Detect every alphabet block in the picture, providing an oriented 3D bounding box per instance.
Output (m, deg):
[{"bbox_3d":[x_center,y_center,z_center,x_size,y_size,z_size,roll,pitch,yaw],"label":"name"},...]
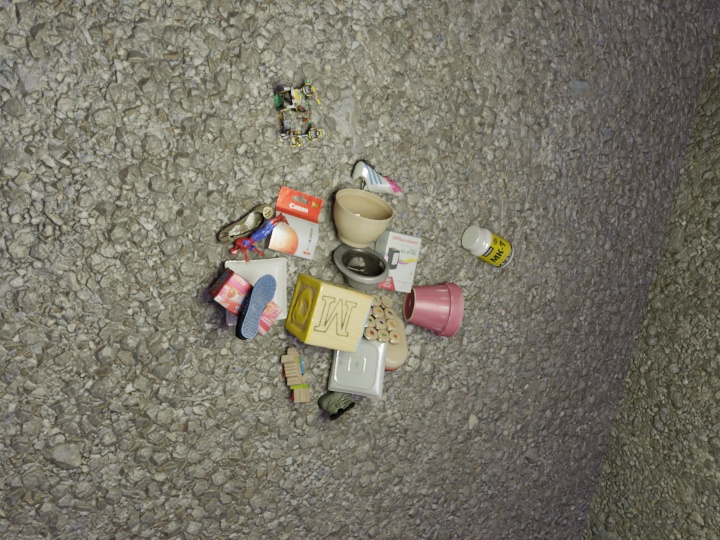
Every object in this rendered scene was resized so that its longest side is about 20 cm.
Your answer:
[{"bbox_3d":[-0.107,0.139,1.684,0.197,0.194,0.200,16,90,-31],"label":"alphabet block"}]

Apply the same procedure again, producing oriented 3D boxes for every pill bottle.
[{"bbox_3d":[0.499,-0.095,2.019,0.198,0.114,0.116,23,89,-30],"label":"pill bottle"}]

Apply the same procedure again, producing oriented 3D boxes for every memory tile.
[{"bbox_3d":[0.066,0.165,1.802,0.151,0.202,0.017,14,135,-29],"label":"memory tile"}]

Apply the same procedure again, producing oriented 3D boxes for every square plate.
[{"bbox_3d":[-0.011,0.327,1.774,0.194,0.028,0.204,6,84,15],"label":"square plate"},{"bbox_3d":[-0.331,0.063,1.629,0.197,0.028,0.202,-4,101,-28],"label":"square plate"}]

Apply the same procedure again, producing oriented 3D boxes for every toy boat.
[{"bbox_3d":[0.093,0.269,1.862,0.128,0.131,0.203,5,58,-17],"label":"toy boat"}]

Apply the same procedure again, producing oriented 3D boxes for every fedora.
[{"bbox_3d":[0.000,0.000,1.746,0.177,0.197,0.091,-50,160,-47],"label":"fedora"}]

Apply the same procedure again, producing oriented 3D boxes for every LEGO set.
[{"bbox_3d":[-0.181,-0.480,1.563,0.151,0.115,0.204,-5,102,-28],"label":"LEGO set"}]

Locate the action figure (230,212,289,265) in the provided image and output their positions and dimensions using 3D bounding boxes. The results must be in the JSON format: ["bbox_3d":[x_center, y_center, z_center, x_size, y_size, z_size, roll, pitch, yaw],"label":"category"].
[{"bbox_3d":[-0.303,-0.083,1.568,0.198,0.065,0.100,-28,78,3],"label":"action figure"}]

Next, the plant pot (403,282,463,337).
[{"bbox_3d":[0.261,0.136,1.898,0.176,0.200,0.204,9,96,-13],"label":"plant pot"}]

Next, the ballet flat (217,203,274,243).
[{"bbox_3d":[-0.347,-0.142,1.578,0.198,0.046,0.068,-32,114,-20],"label":"ballet flat"}]

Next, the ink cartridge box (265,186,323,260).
[{"bbox_3d":[-0.204,-0.149,1.655,0.160,0.050,0.203,15,95,-30],"label":"ink cartridge box"}]

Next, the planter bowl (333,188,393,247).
[{"bbox_3d":[-0.005,-0.162,1.697,0.197,0.201,0.136,1,126,-29],"label":"planter bowl"}]

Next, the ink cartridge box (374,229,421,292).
[{"bbox_3d":[0.123,-0.035,1.838,0.144,0.083,0.204,9,96,-29],"label":"ink cartridge box"}]

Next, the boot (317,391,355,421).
[{"bbox_3d":[-0.048,0.448,1.809,0.199,0.130,0.068,-35,115,-19],"label":"boot"}]

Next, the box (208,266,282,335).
[{"bbox_3d":[-0.346,0.093,1.548,0.200,0.095,0.100,43,79,-28],"label":"box"}]

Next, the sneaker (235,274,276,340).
[{"bbox_3d":[-0.309,0.104,1.482,0.070,0.077,0.203,34,62,-27],"label":"sneaker"}]

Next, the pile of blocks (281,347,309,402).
[{"bbox_3d":[-0.225,0.358,1.744,0.061,0.082,0.204,-10,98,17],"label":"pile of blocks"}]

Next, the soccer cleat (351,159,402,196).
[{"bbox_3d":[0.054,-0.298,1.765,0.198,0.070,0.087,32,94,-25],"label":"soccer cleat"}]
